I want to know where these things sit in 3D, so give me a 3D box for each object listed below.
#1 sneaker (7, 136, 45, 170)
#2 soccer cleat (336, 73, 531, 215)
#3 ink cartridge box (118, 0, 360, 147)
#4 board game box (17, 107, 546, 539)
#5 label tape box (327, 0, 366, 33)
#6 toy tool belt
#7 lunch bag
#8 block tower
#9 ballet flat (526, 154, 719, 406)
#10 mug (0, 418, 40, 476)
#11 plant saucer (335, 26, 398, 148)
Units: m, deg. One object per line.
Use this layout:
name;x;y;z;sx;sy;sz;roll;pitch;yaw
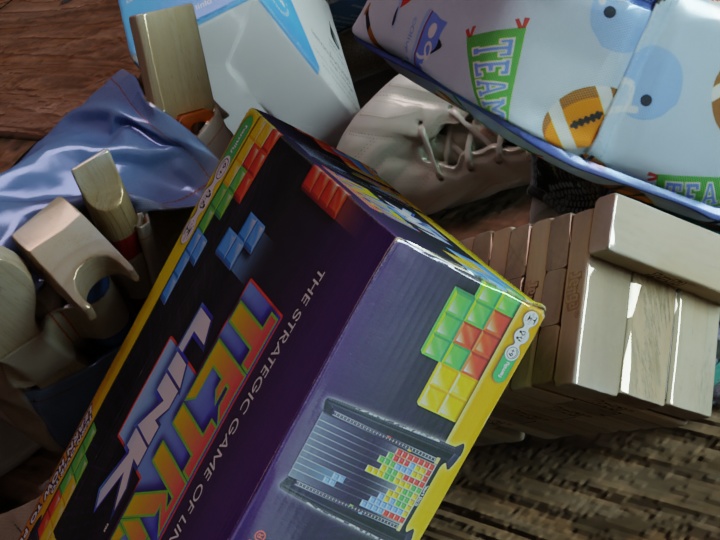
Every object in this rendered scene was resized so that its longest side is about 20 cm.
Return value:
sneaker;-0.188;-0.005;0.987;0.200;0.070;0.078;-38;6;14
soccer cleat;0.077;-0.068;0.813;0.199;0.070;0.078;-21;28;15
ink cartridge box;-0.070;-0.155;0.903;0.066;0.116;0.201;-26;53;13
board game box;-0.041;0.063;0.593;0.201;0.056;0.165;-62;22;6
label tape box;-0.054;-0.150;1.059;0.199;0.064;0.144;-22;-2;16
toy tool belt;-0.119;-0.002;0.695;0.200;0.123;0.125;-41;44;-22
lunch bag;0.098;-0.071;0.644;0.076;0.199;0.160;-67;24;11
block tower;0.037;0.025;0.620;0.200;0.054;0.058;-18;59;57
ballet flat;0.091;-0.004;0.677;0.072;0.072;0.200;-31;23;0
mug;-0.238;0.005;0.874;0.177;0.133;0.200;-42;49;8
plant saucer;-0.024;-0.071;0.970;0.199;0.032;0.200;-27;23;12
